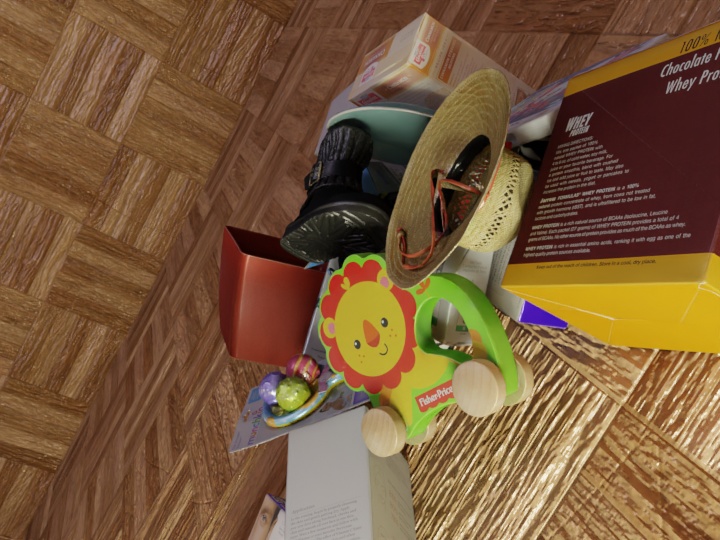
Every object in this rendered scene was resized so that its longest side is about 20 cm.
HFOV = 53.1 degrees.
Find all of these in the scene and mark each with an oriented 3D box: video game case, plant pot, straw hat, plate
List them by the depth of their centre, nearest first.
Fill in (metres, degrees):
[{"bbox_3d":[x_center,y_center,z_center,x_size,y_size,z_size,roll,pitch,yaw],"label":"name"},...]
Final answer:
[{"bbox_3d":[0.104,-0.065,0.634,0.201,0.085,0.202,-55,23,36],"label":"straw hat"},{"bbox_3d":[0.201,-0.175,0.765,0.199,0.023,0.182,-34,11,-25],"label":"video game case"},{"bbox_3d":[0.057,-0.171,0.896,0.200,0.199,0.026,-6,72,63],"label":"plate"},{"bbox_3d":[-0.138,0.051,1.195,0.200,0.198,0.178,-138,63,-66],"label":"plant pot"}]

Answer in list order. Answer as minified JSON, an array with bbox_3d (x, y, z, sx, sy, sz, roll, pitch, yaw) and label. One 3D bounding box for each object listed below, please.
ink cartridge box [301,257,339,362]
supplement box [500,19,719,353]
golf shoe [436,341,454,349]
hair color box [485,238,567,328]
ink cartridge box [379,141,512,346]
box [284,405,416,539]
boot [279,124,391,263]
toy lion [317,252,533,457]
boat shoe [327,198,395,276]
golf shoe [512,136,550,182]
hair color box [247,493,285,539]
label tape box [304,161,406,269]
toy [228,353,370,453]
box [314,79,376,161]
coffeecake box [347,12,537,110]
[{"bbox_3d":[-0.030,0.089,0.983,0.147,0.082,0.201,111,175,-69],"label":"ink cartridge box"},{"bbox_3d":[0.244,-0.055,0.549,0.197,0.132,0.201,-5,63,64],"label":"supplement box"},{"bbox_3d":[0.083,0.089,0.839,0.200,0.077,0.095,-26,62,57],"label":"golf shoe"},{"bbox_3d":[0.151,-0.029,0.752,0.200,0.064,0.110,42,120,61],"label":"hair color box"},{"bbox_3d":[0.076,-0.041,0.751,0.161,0.050,0.202,26,111,59],"label":"ink cartridge box"},{"bbox_3d":[-0.007,0.263,0.730,0.097,0.125,0.201,-20,39,15],"label":"box"},{"bbox_3d":[-0.013,-0.099,0.843,0.211,0.079,0.159,-6,54,57],"label":"boot"},{"bbox_3d":[0.042,0.064,0.688,0.200,0.068,0.193,-34,71,40],"label":"toy lion"},{"bbox_3d":[0.000,0.000,0.898,0.201,0.068,0.084,-61,-1,-26],"label":"boat shoe"},{"bbox_3d":[0.201,-0.125,0.766,0.073,0.092,0.200,-66,22,-1],"label":"golf shoe"},{"bbox_3d":[-0.120,0.408,0.933,0.109,0.065,0.201,1,66,65],"label":"hair color box"},{"bbox_3d":[0.002,-0.085,1.022,0.063,0.199,0.144,52,123,16],"label":"label tape box"},{"bbox_3d":[-0.064,0.127,0.823,0.199,0.047,0.115,-20,24,17],"label":"toy"},{"bbox_3d":[0.048,-0.221,1.104,0.200,0.152,0.107,-22,47,57],"label":"box"},{"bbox_3d":[0.109,-0.216,0.911,0.153,0.199,0.074,-7,60,62],"label":"coffeecake box"}]
